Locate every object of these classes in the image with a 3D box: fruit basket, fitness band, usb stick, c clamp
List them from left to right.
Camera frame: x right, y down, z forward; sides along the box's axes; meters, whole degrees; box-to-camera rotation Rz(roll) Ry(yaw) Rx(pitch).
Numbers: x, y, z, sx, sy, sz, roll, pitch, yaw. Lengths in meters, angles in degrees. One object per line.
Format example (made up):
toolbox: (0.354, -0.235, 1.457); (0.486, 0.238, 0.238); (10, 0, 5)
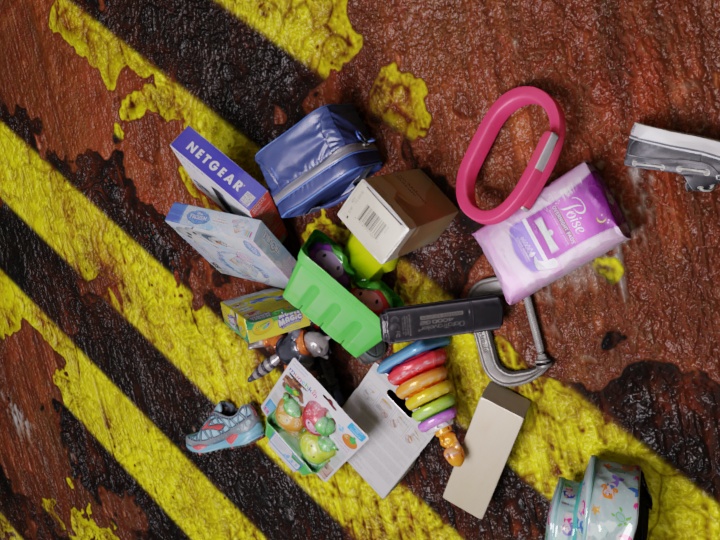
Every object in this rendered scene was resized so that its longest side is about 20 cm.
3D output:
fruit basket: (-0.091, 0.269, 1.213); (0.185, 0.093, 0.201); (45, 142, 7)
fruit basket: (0.000, 0.000, 1.122); (0.208, 0.156, 0.222); (3, 109, 8)
usb stick: (0.125, 0.074, 1.058); (0.194, 0.033, 0.057); (-7, 101, -10)
fitness band: (0.211, -0.162, 0.992); (0.143, 0.037, 0.204); (41, 108, 50)
c clamp: (0.246, 0.082, 1.080); (0.167, 0.027, 0.206); (-7, 98, 32)

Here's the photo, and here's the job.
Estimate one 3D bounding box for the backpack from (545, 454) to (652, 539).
backpack: (0.345, 0.374, 1.005); (0.147, 0.177, 0.206); (13, 105, 21)

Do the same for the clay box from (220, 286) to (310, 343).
clay box: (-0.165, 0.077, 1.213); (0.199, 0.112, 0.049); (18, 121, 64)

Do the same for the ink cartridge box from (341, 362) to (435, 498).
ink cartridge box: (0.041, 0.282, 1.241); (0.162, 0.057, 0.202); (42, 116, 16)

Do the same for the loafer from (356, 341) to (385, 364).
loafer: (-0.035, 0.081, 1.226); (0.202, 0.071, 0.063); (55, 142, 5)

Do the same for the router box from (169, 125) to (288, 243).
router box: (-0.227, -0.139, 1.229); (0.199, 0.180, 0.049); (39, 77, 18)

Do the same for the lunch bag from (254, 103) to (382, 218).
lunch bag: (-0.058, -0.173, 1.136); (0.197, 0.135, 0.135); (-28, 88, 31)

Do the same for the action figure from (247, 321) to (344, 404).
action figure: (-0.115, 0.173, 1.277); (0.192, 0.103, 0.204); (-33, 81, 42)

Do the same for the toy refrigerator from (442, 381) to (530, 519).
toy refrigerator: (0.205, 0.291, 1.133); (0.074, 0.070, 0.205); (23, 114, 18)

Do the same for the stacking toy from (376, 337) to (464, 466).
stacking toy: (0.117, 0.217, 1.118); (0.109, 0.115, 0.204); (-33, 73, 32)

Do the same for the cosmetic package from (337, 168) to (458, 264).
cosmetic package: (0.062, -0.087, 1.047); (0.105, 0.199, 0.071); (46, 119, 11)

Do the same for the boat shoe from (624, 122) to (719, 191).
boat shoe: (0.436, -0.133, 0.887); (0.196, 0.071, 0.070); (22, 110, 28)

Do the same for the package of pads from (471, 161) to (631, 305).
package of pads: (0.270, -0.051, 0.994); (0.198, 0.075, 0.123); (-32, 81, 26)

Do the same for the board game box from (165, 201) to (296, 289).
board game box: (-0.215, -0.038, 1.239); (0.194, 0.201, 0.044); (14, 69, 27)

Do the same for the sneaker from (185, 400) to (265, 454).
sneaker: (-0.282, 0.317, 1.436); (0.195, 0.079, 0.099); (-16, 84, 24)
